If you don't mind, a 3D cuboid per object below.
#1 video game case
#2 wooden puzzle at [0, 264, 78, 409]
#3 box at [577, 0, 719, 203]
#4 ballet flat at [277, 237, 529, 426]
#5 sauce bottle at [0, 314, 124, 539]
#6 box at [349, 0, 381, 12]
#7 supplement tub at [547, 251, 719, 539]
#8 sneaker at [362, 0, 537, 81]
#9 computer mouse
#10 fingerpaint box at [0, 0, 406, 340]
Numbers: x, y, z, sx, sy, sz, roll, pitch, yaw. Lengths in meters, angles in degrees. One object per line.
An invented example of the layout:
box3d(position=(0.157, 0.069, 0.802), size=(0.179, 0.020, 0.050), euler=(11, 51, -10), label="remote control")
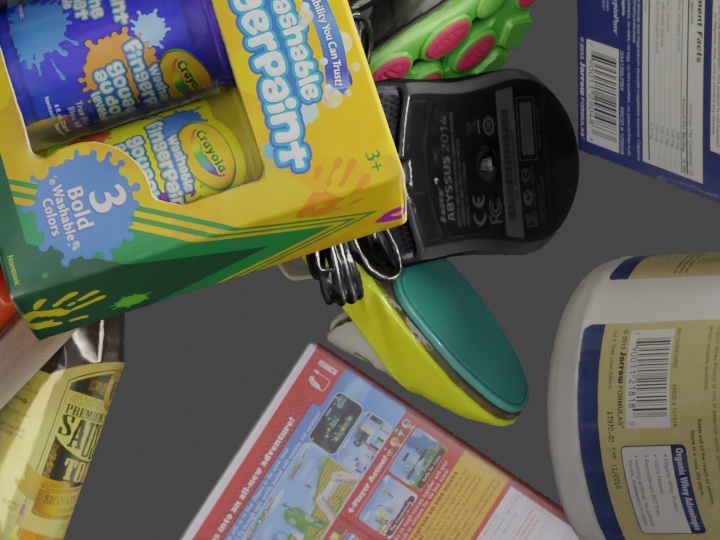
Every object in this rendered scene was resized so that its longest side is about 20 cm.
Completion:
box3d(position=(0.020, 0.148, 1.308), size=(0.199, 0.017, 0.143), euler=(34, 90, 5), label="video game case")
box3d(position=(-0.182, -0.049, 1.208), size=(0.200, 0.046, 0.186), euler=(-43, 80, 22), label="wooden puzzle")
box3d(position=(0.170, -0.089, 1.218), size=(0.032, 0.200, 0.122), euler=(-15, 115, -31), label="box")
box3d(position=(0.000, 0.000, 1.294), size=(0.067, 0.067, 0.200), euler=(-31, 103, 31), label="ballet flat")
box3d(position=(-0.149, 0.054, 1.302), size=(0.066, 0.066, 0.201), euler=(19, 90, 5), label="sauce bottle")
box3d(position=(-0.082, -0.191, 1.290), size=(0.160, 0.044, 0.201), euler=(-28, 83, 27), label="box")
box3d(position=(0.197, 0.061, 1.208), size=(0.199, 0.144, 0.146), euler=(-3, 86, 29), label="supplement tub")
box3d(position=(0.043, -0.147, 1.306), size=(0.200, 0.077, 0.084), euler=(-49, 55, 4), label="sneaker")
box3d(position=(0.027, -0.053, 1.253), size=(0.052, 0.199, 0.140), euler=(-4, 87, 39), label="computer mouse")
box3d(position=(-0.088, -0.096, 1.129), size=(0.166, 0.073, 0.201), euler=(-17, 75, -2), label="fingerpaint box")
